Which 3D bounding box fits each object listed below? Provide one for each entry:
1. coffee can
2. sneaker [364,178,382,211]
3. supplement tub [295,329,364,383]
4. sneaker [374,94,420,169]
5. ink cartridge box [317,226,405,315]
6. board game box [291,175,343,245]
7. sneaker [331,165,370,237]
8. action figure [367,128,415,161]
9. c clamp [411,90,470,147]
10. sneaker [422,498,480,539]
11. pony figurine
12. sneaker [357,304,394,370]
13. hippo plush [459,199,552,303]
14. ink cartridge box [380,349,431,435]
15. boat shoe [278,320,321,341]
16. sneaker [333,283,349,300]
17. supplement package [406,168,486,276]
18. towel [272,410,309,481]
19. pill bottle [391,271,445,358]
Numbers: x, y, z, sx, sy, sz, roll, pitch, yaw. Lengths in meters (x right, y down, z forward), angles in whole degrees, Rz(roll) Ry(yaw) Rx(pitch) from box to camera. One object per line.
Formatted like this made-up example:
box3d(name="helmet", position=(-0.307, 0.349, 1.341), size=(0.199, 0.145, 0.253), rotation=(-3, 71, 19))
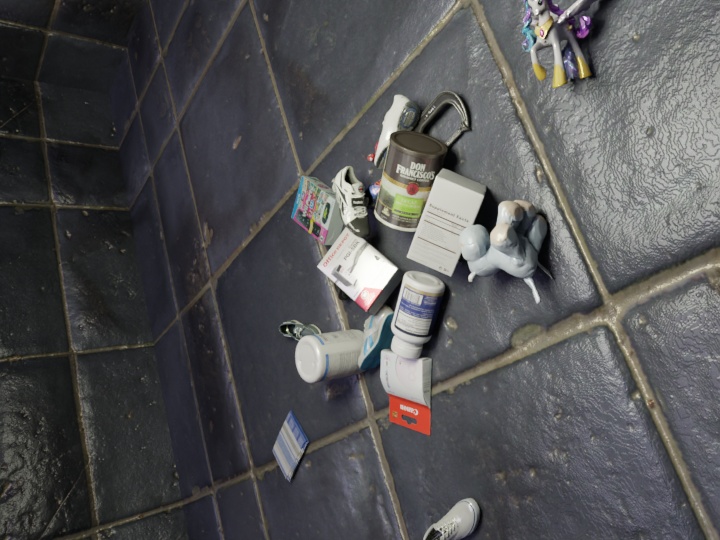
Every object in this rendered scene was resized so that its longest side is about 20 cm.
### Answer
box3d(name="coffee can", position=(0.122, -0.221, 1.398), size=(0.146, 0.144, 0.204), rotation=(42, 133, 40))
box3d(name="sneaker", position=(0.065, -0.217, 1.540), size=(0.199, 0.077, 0.077), rotation=(-36, 66, 44))
box3d(name="supplement tub", position=(-0.078, 0.245, 1.634), size=(0.130, 0.197, 0.136), rotation=(1, 92, 49))
box3d(name="sneaker", position=(0.087, -0.358, 1.468), size=(0.202, 0.073, 0.088), rotation=(-62, 39, 30))
box3d(name="ink cartridge box", position=(0.000, 0.000, 1.545), size=(0.199, 0.083, 0.148), rotation=(39, 94, 22))
box3d(name="board game box", position=(-0.130, -0.190, 1.785), size=(0.199, 0.063, 0.151), rotation=(39, 120, 43))
box3d(name="sneaker", position=(-0.017, -0.189, 1.529), size=(0.088, 0.073, 0.204), rotation=(-44, 65, 51))
box3d(name="action figure", position=(0.084, -0.353, 1.540), size=(0.199, 0.051, 0.067), rotation=(-34, 71, 47))
box3d(name="c clamp", position=(0.204, -0.332, 1.403), size=(0.172, 0.027, 0.201), rotation=(55, 132, 17))
box3d(name="sneaker", position=(0.222, 0.636, 1.390), size=(0.073, 0.070, 0.202), rotation=(52, 128, 34))
box3d(name="pony figurine", position=(0.386, -0.466, 1.093), size=(0.165, 0.191, 0.205), rotation=(-4, 107, 52))
box3d(name="sneaker", position=(0.042, 0.189, 1.594), size=(0.081, 0.075, 0.204), rotation=(44, 117, 47))
box3d(name="hippo plush", position=(0.305, -0.053, 1.218), size=(0.159, 0.160, 0.201), rotation=(-9, 125, 51))
box3d(name="ink cartridge box", position=(0.120, 0.325, 1.520), size=(0.161, 0.056, 0.206), rotation=(4, 90, 49))
box3d(name="boat shoe", position=(-0.201, 0.211, 1.884), size=(0.198, 0.061, 0.075), rotation=(14, 102, 49))
box3d(name="sneaker", position=(-0.037, -0.016, 1.679), size=(0.091, 0.074, 0.204), rotation=(49, 123, 48))
box3d(name="supplement package", position=(0.202, -0.115, 1.319), size=(0.117, 0.121, 0.204), rotation=(23, 112, 8))
box3d(name="towel", position=(-0.246, 0.616, 1.982), size=(0.147, 0.023, 0.203), rotation=(48, 124, 40))
box3d(name="pill bottle", position=(0.139, 0.115, 1.439), size=(0.110, 0.109, 0.205), rotation=(32, 115, 44))
